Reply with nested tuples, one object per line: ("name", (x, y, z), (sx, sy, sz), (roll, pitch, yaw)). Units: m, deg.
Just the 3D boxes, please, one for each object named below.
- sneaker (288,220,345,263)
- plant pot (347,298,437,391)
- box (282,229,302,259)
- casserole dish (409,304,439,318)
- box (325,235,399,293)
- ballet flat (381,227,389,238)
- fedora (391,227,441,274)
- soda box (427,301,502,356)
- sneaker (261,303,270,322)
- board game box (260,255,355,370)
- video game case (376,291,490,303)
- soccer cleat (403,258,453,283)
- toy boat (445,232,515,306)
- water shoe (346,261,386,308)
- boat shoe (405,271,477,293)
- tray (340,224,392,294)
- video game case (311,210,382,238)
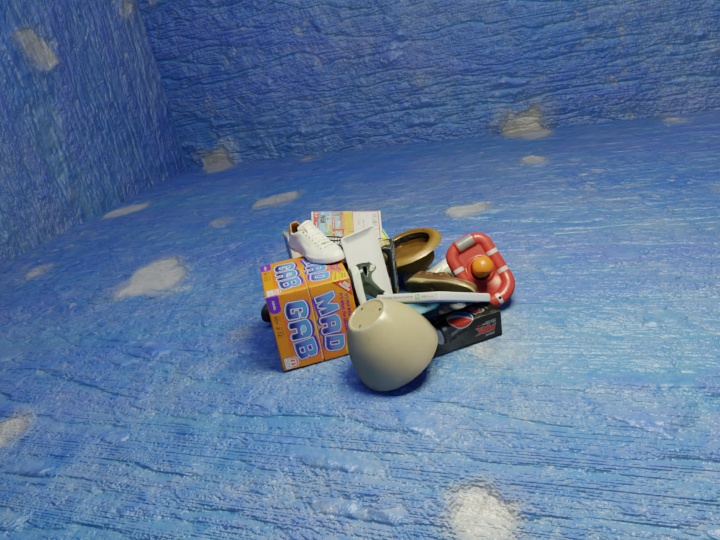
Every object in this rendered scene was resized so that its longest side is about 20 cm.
("sneaker", (-0.119, -0.076, 1.400), (0.073, 0.085, 0.200), (-28, 34, -37))
("plant pot", (0.048, 0.139, 1.204), (0.200, 0.135, 0.201), (-28, 30, 18))
("box", (-0.150, -0.026, 1.650), (0.112, 0.201, 0.101), (-15, 17, -13))
("casserole dish", (0.114, 0.110, 1.442), (0.199, 0.039, 0.121), (-16, 24, -12))
("box", (0.000, 0.000, 1.507), (0.198, 0.200, 0.050), (2, 42, 15))
("ballet flat", (0.093, -0.042, 1.675), (0.067, 0.200, 0.067), (-37, -15, -6))
("fedora", (0.144, -0.043, 1.577), (0.200, 0.082, 0.201), (-21, 27, 11))
("soda box", (0.226, 0.136, 1.294), (0.199, 0.071, 0.063), (-17, 26, -12))
("sneaker", (-0.177, 0.098, 1.549), (0.199, 0.074, 0.088), (-21, 24, -20))
("board game box", (-0.125, 0.091, 1.384), (0.199, 0.201, 0.200), (-14, 24, -8))
("video game case", (0.170, 0.065, 1.293), (0.200, 0.022, 0.182), (4, -7, -44))
("soccer cleat", (0.221, 0.012, 1.583), (0.199, 0.069, 0.078), (-16, 28, 8))
("toy boat", (0.305, -0.002, 1.398), (0.130, 0.200, 0.131), (-31, -9, 4))
("water shoe", (0.031, 0.078, 1.347), (0.079, 0.201, 0.071), (-20, 11, -15))
("boat shoe", (0.210, 0.032, 1.419), (0.200, 0.072, 0.068), (6, 46, 41))
("tray", (0.014, -0.004, 1.399), (0.107, 0.201, 0.022), (-26, 18, -32))
("video game case", (-0.038, -0.104, 1.571), (0.199, 0.017, 0.144), (-1, 63, -4))
